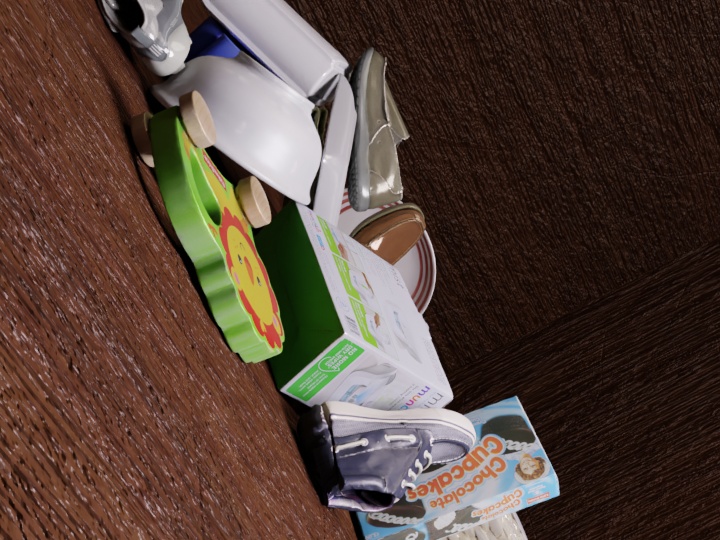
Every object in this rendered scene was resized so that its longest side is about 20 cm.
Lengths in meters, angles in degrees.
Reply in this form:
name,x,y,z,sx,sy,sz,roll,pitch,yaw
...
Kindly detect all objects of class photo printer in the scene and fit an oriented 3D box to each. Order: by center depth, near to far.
name,x,y,z,sx,sy,sz,roll,pitch,yaw
photo printer,-0.106,-0.286,1.406,0.200,0.070,0.166,44,9,1

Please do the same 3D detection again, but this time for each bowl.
name,x,y,z,sx,sy,sz,roll,pitch,yaw
bowl,-0.110,-0.162,1.219,0.200,0.091,0.201,36,6,-4

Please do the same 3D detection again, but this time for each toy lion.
name,x,y,z,sx,sy,sz,roll,pitch,yaw
toy lion,-0.121,-0.023,1.023,0.200,0.068,0.193,59,13,-52

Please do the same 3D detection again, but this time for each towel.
name,x,y,z,sx,sy,sz,roll,pitch,yaw
towel,-0.077,-0.112,1.521,0.200,0.036,0.150,116,-17,-70

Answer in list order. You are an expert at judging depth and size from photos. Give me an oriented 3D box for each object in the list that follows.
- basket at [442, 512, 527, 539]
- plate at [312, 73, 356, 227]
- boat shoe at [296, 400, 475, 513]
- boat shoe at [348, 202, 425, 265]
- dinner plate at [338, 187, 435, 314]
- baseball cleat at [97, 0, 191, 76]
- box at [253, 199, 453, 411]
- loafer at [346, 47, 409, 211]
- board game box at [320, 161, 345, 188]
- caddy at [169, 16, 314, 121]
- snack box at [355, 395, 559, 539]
name,x,y,z,sx,sy,sz,roll,pitch,yaw
basket,0.134,0.338,1.516,0.201,0.135,0.124,62,6,-21
plate,-0.035,-0.093,1.356,0.200,0.032,0.201,-84,-175,-54
boat shoe,0.035,0.183,1.114,0.198,0.075,0.093,8,47,-31
boat shoe,0.000,0.000,1.409,0.072,0.199,0.068,48,9,-38
dinner plate,0.012,-0.013,1.556,0.024,0.199,0.202,-30,94,-56
baseball cleat,-0.225,-0.279,1.206,0.106,0.070,0.201,46,8,-42
box,-0.016,0.053,1.212,0.176,0.097,0.201,33,24,-41
loafer,0.021,-0.168,1.425,0.075,0.069,0.202,151,-60,-74
board game box,-0.023,-0.048,1.650,0.202,0.028,0.135,67,-14,0
caddy,-0.151,-0.203,1.409,0.200,0.105,0.142,40,9,-35
snack box,0.088,0.209,1.194,0.117,0.198,0.037,-113,-175,-51
